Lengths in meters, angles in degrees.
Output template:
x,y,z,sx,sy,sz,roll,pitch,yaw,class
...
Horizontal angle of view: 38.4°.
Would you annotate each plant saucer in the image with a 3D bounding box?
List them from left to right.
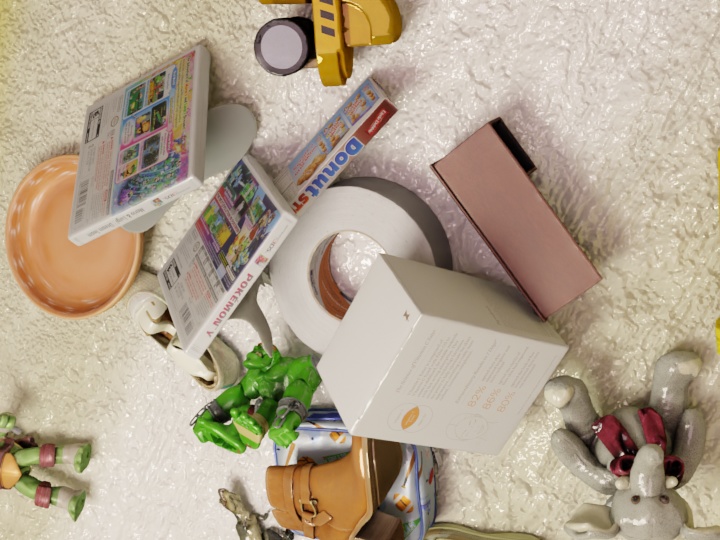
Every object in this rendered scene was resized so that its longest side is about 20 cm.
x,y,z,sx,sy,sz,roll,pitch,yaw,class
-0.349,-0.041,1.277,0.198,0.037,0.203,1,93,20,plant saucer

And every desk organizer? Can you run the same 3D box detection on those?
x,y,z,sx,sy,sz,roll,pitch,yaw,class
0.166,-0.055,1.074,0.077,0.072,0.201,-36,89,22,desk organizer

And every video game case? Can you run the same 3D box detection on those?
x,y,z,sx,sy,sz,roll,pitch,yaw,class
-0.247,-0.142,1.164,0.181,0.024,0.202,-22,50,24,video game case
-0.150,-0.022,1.128,0.023,0.200,0.183,32,100,-28,video game case

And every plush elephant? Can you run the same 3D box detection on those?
x,y,z,sx,sy,sz,roll,pitch,yaw,class
0.279,0.204,1.038,0.163,0.155,0.202,-6,109,1,plush elephant

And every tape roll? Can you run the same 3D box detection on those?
x,y,z,sx,sy,sz,roll,pitch,yaw,class
0.000,0.000,1.154,0.198,0.066,0.203,5,105,20,tape roll

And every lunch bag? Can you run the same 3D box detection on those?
x,y,z,sx,sy,sz,roll,pitch,yaw,class
-0.002,0.237,1.213,0.198,0.075,0.162,-1,101,22,lunch bag

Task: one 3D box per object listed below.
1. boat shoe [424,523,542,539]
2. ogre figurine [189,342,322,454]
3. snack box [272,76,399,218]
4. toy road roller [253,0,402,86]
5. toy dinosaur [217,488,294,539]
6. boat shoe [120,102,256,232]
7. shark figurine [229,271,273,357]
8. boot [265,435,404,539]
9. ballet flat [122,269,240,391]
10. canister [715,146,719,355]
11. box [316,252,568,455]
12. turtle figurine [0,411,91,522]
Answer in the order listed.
x,y,z,sx,sy,sz,roll,pitch,yaw,class
0.120,0.342,1.197,0.198,0.063,0.074,-1,103,21,boat shoe
-0.110,0.148,1.183,0.098,0.120,0.200,41,148,-3,ogre figurine
-0.043,-0.118,1.114,0.024,0.072,0.200,37,103,-29,snack box
-0.032,-0.292,1.066,0.144,0.123,0.202,-2,104,6,toy road roller
-0.118,0.358,1.304,0.087,0.047,0.202,-10,101,38,toy dinosaur
-0.207,-0.126,1.194,0.199,0.064,0.071,-38,112,1,boat shoe
-0.130,0.009,1.189,0.089,0.214,0.129,40,85,-33,shark figurine
-0.035,0.229,1.129,0.153,0.074,0.202,11,118,27,boot
-0.229,0.071,1.262,0.199,0.062,0.068,38,114,8,ballet flat
0.412,-0.021,0.980,0.147,0.086,0.202,-1,102,21,canister
0.083,0.090,1.064,0.153,0.198,0.107,-60,36,22,box
-0.461,0.265,1.342,0.192,0.145,0.201,8,150,1,turtle figurine
